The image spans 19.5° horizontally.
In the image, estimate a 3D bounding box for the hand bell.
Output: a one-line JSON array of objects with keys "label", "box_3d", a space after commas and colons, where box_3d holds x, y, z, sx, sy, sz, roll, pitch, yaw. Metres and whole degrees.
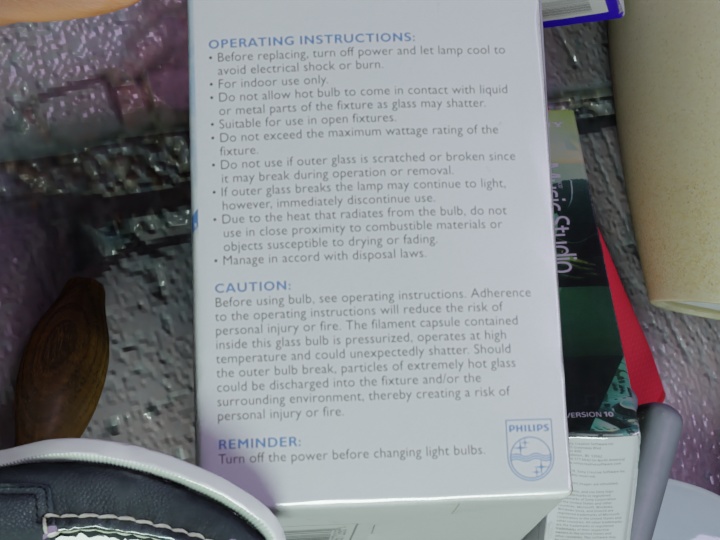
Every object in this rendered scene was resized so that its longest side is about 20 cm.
[{"label": "hand bell", "box_3d": [-0.119, 0.083, 0.749, 0.104, 0.104, 0.200, 35, 46, -30]}]

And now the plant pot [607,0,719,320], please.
[{"label": "plant pot", "box_3d": [0.199, -0.076, 1.023, 0.187, 0.187, 0.200, 12, 84, -39]}]

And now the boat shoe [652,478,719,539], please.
[{"label": "boat shoe", "box_3d": [0.190, 0.170, 1.001, 0.199, 0.068, 0.074, 30, 69, -5]}]

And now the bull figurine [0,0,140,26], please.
[{"label": "bull figurine", "box_3d": [-0.150, -0.122, 0.723, 0.121, 0.200, 0.065, -65, 154, -47]}]

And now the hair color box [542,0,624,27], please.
[{"label": "hair color box", "box_3d": [0.080, -0.217, 0.946, 0.109, 0.065, 0.200, 10, 73, -81]}]

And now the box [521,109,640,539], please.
[{"label": "box", "box_3d": [0.077, 0.049, 0.840, 0.036, 0.144, 0.200, -2, 40, -3]}]

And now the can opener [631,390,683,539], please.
[{"label": "can opener", "box_3d": [0.103, 0.145, 0.925, 0.053, 0.066, 0.200, 27, 66, -20]}]

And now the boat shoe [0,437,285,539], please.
[{"label": "boat shoe", "box_3d": [-0.124, 0.091, 0.641, 0.060, 0.200, 0.076, -79, 170, -51]}]

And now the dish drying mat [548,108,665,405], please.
[{"label": "dish drying mat", "box_3d": [0.090, -0.005, 0.975, 0.077, 0.018, 0.200, -43, 115, -41]}]

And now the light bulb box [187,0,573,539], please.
[{"label": "light bulb box", "box_3d": [0.000, 0.000, 0.770, 0.125, 0.198, 0.200, -2, 76, -4]}]
